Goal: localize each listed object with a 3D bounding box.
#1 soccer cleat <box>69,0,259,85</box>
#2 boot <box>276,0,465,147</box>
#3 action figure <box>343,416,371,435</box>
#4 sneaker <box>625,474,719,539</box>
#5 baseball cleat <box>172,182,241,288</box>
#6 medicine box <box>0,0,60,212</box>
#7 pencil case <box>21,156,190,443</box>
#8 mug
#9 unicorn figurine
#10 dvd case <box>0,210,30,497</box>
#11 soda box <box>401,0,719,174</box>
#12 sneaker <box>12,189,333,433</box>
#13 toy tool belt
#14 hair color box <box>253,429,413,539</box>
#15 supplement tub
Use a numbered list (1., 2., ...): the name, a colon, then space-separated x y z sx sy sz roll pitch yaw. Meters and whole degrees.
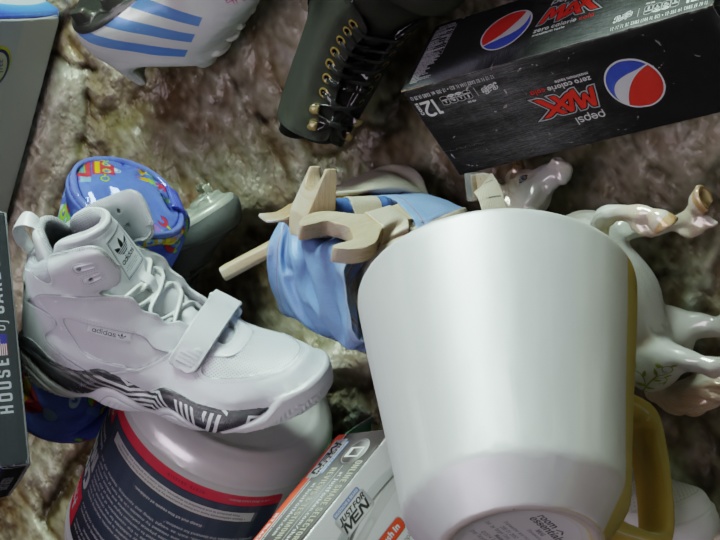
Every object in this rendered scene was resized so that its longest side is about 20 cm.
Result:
1. soccer cleat: -0.095 -0.177 1.165 0.199 0.070 0.086 -16 135 34
2. boot: 0.007 -0.125 1.036 0.200 0.077 0.140 -131 57 -73
3. action figure: -0.034 0.198 1.182 0.054 0.119 0.200 29 136 -2
4. sneaker: 0.111 0.103 1.061 0.199 0.073 0.117 0 102 38
5. baseball cleat: -0.132 0.019 1.240 0.199 0.070 0.107 -29 95 41
6. medicine box: -0.338 -0.146 1.325 0.199 0.103 0.183 34 117 26
7. pencil case: -0.168 0.023 1.170 0.078 0.086 0.201 63 142 42
8. mug: 0.093 0.075 0.930 0.150 0.185 0.154 110 162 -51
9. unicorn figurine: 0.146 -0.001 1.010 0.137 0.074 0.201 -22 92 48
10. dvd case: -0.230 0.059 1.137 0.200 0.024 0.152 142 122 -71
11. soda box: 0.126 -0.115 0.997 0.199 0.064 0.071 -11 129 37
12. sneaker: -0.114 0.023 1.058 0.198 0.075 0.116 8 127 16
13. toy tool belt: 0.000 0.000 1.049 0.200 0.122 0.126 -168 70 -67
14. hair color box: 0.031 0.203 1.063 0.200 0.111 0.064 52 148 -17
15. supplement tub: -0.112 0.145 1.185 0.140 0.140 0.201 43 128 22
